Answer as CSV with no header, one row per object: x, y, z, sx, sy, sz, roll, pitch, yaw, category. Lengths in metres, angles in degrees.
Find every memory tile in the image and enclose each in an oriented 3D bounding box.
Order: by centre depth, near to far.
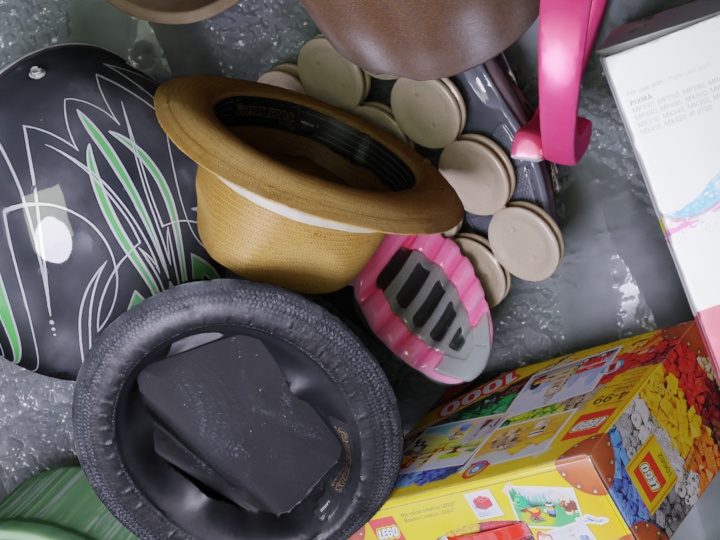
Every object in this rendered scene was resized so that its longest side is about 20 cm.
0.027,-0.061,1.342,0.200,0.017,0.153,54,138,-4,memory tile

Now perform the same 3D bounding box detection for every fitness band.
0.120,-0.134,1.236,0.037,0.200,0.144,11,102,8,fitness band

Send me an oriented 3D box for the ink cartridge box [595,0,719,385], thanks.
0.213,-0.053,1.259,0.083,0.146,0.201,-19,98,15,ink cartridge box

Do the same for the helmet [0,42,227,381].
-0.171,-0.032,1.322,0.190,0.200,0.201,-11,104,61,helmet

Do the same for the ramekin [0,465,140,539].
-0.180,0.226,1.433,0.199,0.098,0.201,12,123,19,ramekin

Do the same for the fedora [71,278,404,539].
-0.071,0.074,1.259,0.200,0.092,0.201,-2,120,-4,fedora

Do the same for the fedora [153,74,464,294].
-0.038,-0.041,1.248,0.200,0.201,0.082,26,108,8,fedora

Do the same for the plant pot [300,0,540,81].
0.020,-0.217,1.195,0.199,0.198,0.201,-6,64,13,plant pot

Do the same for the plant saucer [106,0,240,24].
-0.111,-0.251,1.334,0.199,0.029,0.201,6,100,33,plant saucer

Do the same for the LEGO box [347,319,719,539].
0.107,0.117,1.289,0.200,0.149,0.077,-19,107,42,LEGO box

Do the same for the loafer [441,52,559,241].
0.080,-0.098,1.330,0.072,0.063,0.201,-13,109,46,loafer

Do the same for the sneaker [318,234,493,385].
0.000,0.000,1.358,0.200,0.095,0.079,43,70,10,sneaker
